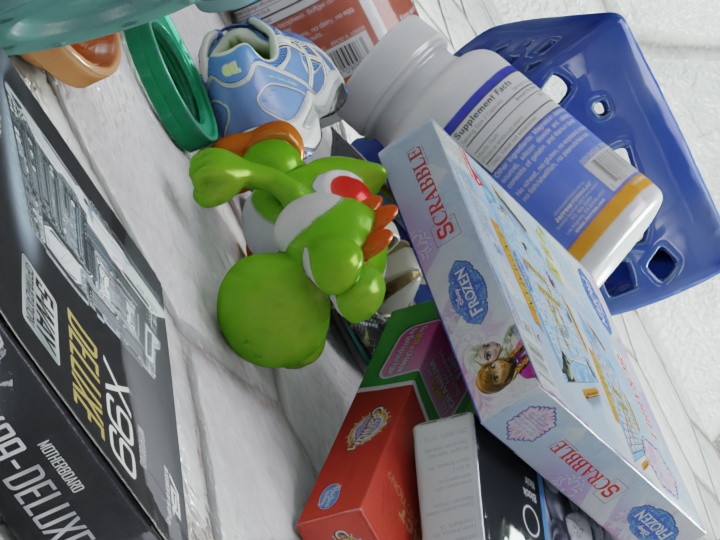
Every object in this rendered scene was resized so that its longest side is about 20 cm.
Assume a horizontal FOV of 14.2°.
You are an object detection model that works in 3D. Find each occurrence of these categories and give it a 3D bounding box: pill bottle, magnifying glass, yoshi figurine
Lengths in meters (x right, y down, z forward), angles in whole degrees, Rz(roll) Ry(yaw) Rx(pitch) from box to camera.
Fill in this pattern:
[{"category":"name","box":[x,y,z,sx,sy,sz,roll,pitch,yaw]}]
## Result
[{"category":"pill bottle","box":[0.084,-0.068,1.831,0.200,0.112,0.112,40,7,9]},{"category":"pill bottle","box":[-0.039,-0.203,1.927,0.201,0.112,0.112,63,10,-8]},{"category":"magnifying glass","box":[-0.128,-0.160,1.633,0.201,0.022,0.080,66,10,11]},{"category":"yoshi figurine","box":[-0.046,-0.008,1.548,0.112,0.113,0.200,13,13,-16]}]

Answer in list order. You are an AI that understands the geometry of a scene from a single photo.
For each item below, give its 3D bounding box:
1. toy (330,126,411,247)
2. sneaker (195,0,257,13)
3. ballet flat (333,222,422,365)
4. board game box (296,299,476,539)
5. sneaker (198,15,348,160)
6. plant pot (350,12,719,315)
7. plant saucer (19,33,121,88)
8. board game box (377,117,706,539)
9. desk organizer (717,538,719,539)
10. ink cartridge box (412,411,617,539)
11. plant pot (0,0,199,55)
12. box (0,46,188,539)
[{"category":"toy","box":[0.011,-0.022,1.861,0.115,0.047,0.200,42,-4,5]},{"category":"sneaker","box":[-0.085,-0.185,1.642,0.131,0.079,0.200,58,13,-33]},{"category":"ballet flat","box":[0.000,0.000,1.759,0.200,0.072,0.072,50,17,-55]},{"category":"board game box","box":[0.042,0.132,1.563,0.153,0.040,0.200,60,29,-23]},{"category":"sneaker","box":[-0.055,-0.119,1.733,0.200,0.075,0.077,-90,160,-72]},{"category":"plant pot","box":[0.111,-0.048,2.009,0.201,0.179,0.200,62,-21,-13]},{"category":"plant saucer","box":[-0.178,-0.178,1.393,0.201,0.032,0.200,61,10,-18]},{"category":"board game box","box":[0.100,0.041,1.600,0.199,0.041,0.201,41,22,-46]},{"category":"desk organizer","box":[0.453,0.362,3.155,0.200,0.077,0.072,55,13,-41]},{"category":"ink cartridge box","box":[0.096,0.201,1.531,0.198,0.043,0.201,37,44,-51]},{"category":"plant pot","box":[-0.131,-0.184,1.208,0.201,0.199,0.162,9,64,-78]},{"category":"box","box":[-0.128,0.016,1.117,0.158,0.050,0.200,58,11,-32]}]
